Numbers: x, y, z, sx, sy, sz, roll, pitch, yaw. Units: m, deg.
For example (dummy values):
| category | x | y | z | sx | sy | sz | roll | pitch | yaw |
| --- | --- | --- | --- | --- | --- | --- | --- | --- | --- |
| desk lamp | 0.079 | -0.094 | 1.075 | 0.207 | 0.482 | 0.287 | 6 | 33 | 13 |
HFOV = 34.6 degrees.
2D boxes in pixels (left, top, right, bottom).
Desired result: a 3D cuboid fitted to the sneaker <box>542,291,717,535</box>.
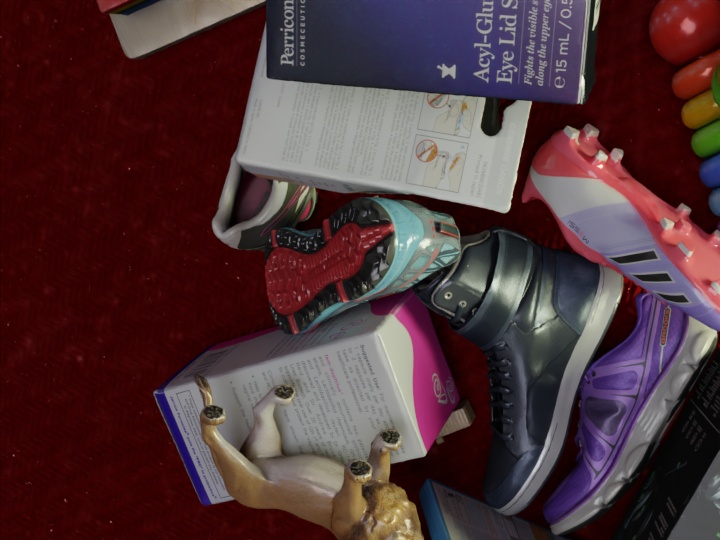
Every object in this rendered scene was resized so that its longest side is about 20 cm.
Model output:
| category | x | y | z | sx | sy | sz | roll | pitch | yaw |
| --- | --- | --- | --- | --- | --- | --- | --- | --- | --- |
| sneaker | 0.192 | 0.108 | 0.877 | 0.083 | 0.080 | 0.202 | 32 | 98 | 22 |

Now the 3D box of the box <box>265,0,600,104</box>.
| category | x | y | z | sx | sy | sz | roll | pitch | yaw |
| --- | --- | --- | --- | --- | --- | --- | --- | --- | --- |
| box | 0.047 | -0.189 | 0.697 | 0.197 | 0.104 | 0.150 | 5 | 112 | 13 |

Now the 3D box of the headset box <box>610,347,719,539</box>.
| category | x | y | z | sx | sy | sz | roll | pitch | yaw |
| --- | --- | --- | --- | --- | --- | --- | --- | --- | --- |
| headset box | 0.251 | 0.169 | 0.797 | 0.092 | 0.174 | 0.202 | 29 | 96 | 7 |

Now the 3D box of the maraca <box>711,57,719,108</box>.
| category | x | y | z | sx | sy | sz | roll | pitch | yaw |
| --- | --- | --- | --- | --- | --- | --- | --- | --- | --- |
| maraca | 0.309 | -0.150 | 0.739 | 0.136 | 0.200 | 0.108 | 16 | 137 | 47 |

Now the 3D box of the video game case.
| category | x | y | z | sx | sy | sz | roll | pitch | yaw |
| --- | --- | --- | --- | --- | --- | --- | --- | --- | --- |
| video game case | 0.140 | 0.228 | 0.830 | 0.198 | 0.143 | 0.018 | 25 | 105 | -16 |

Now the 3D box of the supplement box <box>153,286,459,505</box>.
| category | x | y | z | sx | sy | sz | roll | pitch | yaw |
| --- | --- | --- | --- | --- | --- | --- | --- | --- | --- |
| supplement box | -0.039 | 0.095 | 0.882 | 0.198 | 0.101 | 0.105 | -18 | 101 | 26 |

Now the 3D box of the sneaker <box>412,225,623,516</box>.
| category | x | y | z | sx | sy | sz | roll | pitch | yaw |
| --- | --- | --- | --- | --- | --- | --- | --- | --- | --- |
| sneaker | 0.092 | 0.069 | 0.856 | 0.144 | 0.077 | 0.205 | 19 | 92 | -15 |

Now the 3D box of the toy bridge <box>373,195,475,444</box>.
| category | x | y | z | sx | sy | sz | roll | pitch | yaw |
| --- | --- | --- | --- | --- | --- | --- | --- | --- | --- |
| toy bridge | 0.024 | 0.046 | 0.917 | 0.066 | 0.027 | 0.202 | -22 | 94 | 18 |

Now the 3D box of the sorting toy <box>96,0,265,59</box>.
| category | x | y | z | sx | sy | sz | roll | pitch | yaw |
| --- | --- | --- | --- | --- | --- | --- | --- | --- | --- |
| sorting toy | -0.135 | -0.290 | 0.871 | 0.196 | 0.070 | 0.203 | -19 | 95 | 15 |

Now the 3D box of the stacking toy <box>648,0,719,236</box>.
| category | x | y | z | sx | sy | sz | roll | pitch | yaw |
| --- | --- | --- | --- | --- | --- | --- | --- | --- | --- |
| stacking toy | 0.259 | -0.103 | 0.813 | 0.085 | 0.085 | 0.202 | -26 | 88 | 16 |

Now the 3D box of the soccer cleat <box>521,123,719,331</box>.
| category | x | y | z | sx | sy | sz | roll | pitch | yaw |
| --- | --- | --- | --- | --- | --- | --- | --- | --- | --- |
| soccer cleat | 0.194 | -0.021 | 0.823 | 0.200 | 0.066 | 0.077 | 50 | 129 | 26 |

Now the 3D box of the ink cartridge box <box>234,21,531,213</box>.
| category | x | y | z | sx | sy | sz | roll | pitch | yaw |
| --- | --- | --- | --- | --- | --- | --- | --- | --- | --- |
| ink cartridge box | 0.024 | -0.132 | 0.801 | 0.197 | 0.050 | 0.165 | 12 | 85 | 12 |

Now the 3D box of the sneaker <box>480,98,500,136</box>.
| category | x | y | z | sx | sy | sz | roll | pitch | yaw |
| --- | --- | --- | --- | --- | --- | --- | --- | --- | --- |
| sneaker | 0.076 | -0.180 | 0.850 | 0.071 | 0.082 | 0.203 | -1 | 79 | 45 |

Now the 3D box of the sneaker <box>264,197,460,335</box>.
| category | x | y | z | sx | sy | sz | roll | pitch | yaw |
| --- | --- | --- | --- | --- | --- | --- | --- | --- | --- |
| sneaker | 0.000 | 0.000 | 0.842 | 0.199 | 0.094 | 0.081 | -16 | 80 | 57 |

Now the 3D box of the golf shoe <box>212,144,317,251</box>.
| category | x | y | z | sx | sy | sz | roll | pitch | yaw |
| --- | --- | --- | --- | --- | --- | --- | --- | --- | --- |
| golf shoe | -0.048 | -0.102 | 0.875 | 0.077 | 0.088 | 0.202 | 29 | 104 | 13 |

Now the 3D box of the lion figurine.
| category | x | y | z | sx | sy | sz | roll | pitch | yaw |
| --- | --- | --- | --- | --- | --- | --- | --- | --- | --- |
| lion figurine | -0.037 | 0.154 | 0.814 | 0.198 | 0.072 | 0.124 | 25 | 133 | 19 |
